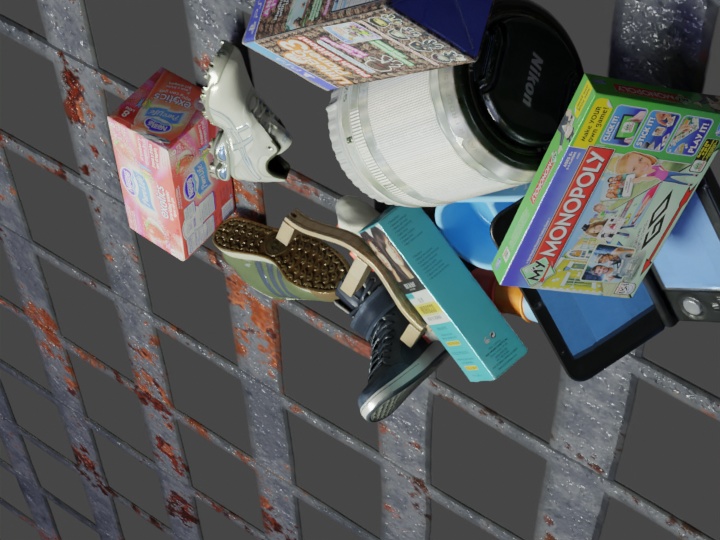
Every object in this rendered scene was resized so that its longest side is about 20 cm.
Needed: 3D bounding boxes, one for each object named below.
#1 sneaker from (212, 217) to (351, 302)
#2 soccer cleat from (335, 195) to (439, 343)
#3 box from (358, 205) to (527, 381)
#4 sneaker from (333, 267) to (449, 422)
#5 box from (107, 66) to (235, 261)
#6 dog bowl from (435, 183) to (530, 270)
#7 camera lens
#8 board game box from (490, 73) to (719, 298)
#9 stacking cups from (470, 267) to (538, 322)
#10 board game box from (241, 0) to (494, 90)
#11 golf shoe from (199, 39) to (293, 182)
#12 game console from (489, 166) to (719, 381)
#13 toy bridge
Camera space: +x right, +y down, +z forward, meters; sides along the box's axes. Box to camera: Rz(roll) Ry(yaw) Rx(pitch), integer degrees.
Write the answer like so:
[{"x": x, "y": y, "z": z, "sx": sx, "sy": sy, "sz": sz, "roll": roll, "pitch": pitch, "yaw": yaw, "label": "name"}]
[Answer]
[{"x": -0.083, "y": 0.001, "z": 1.733, "sx": 0.199, "sy": 0.067, "sz": 0.090, "roll": 22, "pitch": 155, "yaw": 29, "label": "sneaker"}, {"x": 0.054, "y": -0.012, "z": 1.557, "sx": 0.077, "sy": 0.069, "sz": 0.200, "roll": -40, "pitch": 91, "yaw": 31, "label": "soccer cleat"}, {"x": 0.084, "y": 0.021, "z": 1.478, "sx": 0.200, "sy": 0.049, "sz": 0.082, "roll": 53, "pitch": 165, "yaw": -4, "label": "box"}, {"x": 0.015, "y": 0.074, "z": 1.580, "sx": 0.146, "sy": 0.202, "sz": 0.077, "roll": 43, "pitch": 124, "yaw": 6, "label": "sneaker"}, {"x": -0.219, "y": -0.122, "z": 1.688, "sx": 0.094, "sy": 0.103, "sz": 0.201, "roll": 29, "pitch": 149, "yaw": 21, "label": "box"}, {"x": 0.153, "y": -0.049, "z": 1.396, "sx": 0.199, "sy": 0.050, "sz": 0.112, "roll": 2, "pitch": 131, "yaw": 48, "label": "dog bowl"}, {"x": 0.084, "y": -0.142, "z": 1.245, "sx": 0.160, "sy": 0.160, "sz": 0.200, "roll": 52, "pitch": 149, "yaw": -17, "label": "camera lens"}, {"x": 0.206, "y": -0.064, "z": 1.187, "sx": 0.029, "sy": 0.134, "sz": 0.201, "roll": -109, "pitch": 32, "yaw": -45, "label": "board game box"}, {"x": 0.196, "y": 0.030, "z": 1.453, "sx": 0.199, "sy": 0.060, "sz": 0.061, "roll": 17, "pitch": 142, "yaw": 45, "label": "stacking cups"}, {"x": 0.016, "y": -0.247, "z": 1.161, "sx": 0.097, "sy": 0.160, "sz": 0.199, "roll": 25, "pitch": 165, "yaw": -34, "label": "board game box"}, {"x": -0.117, "y": -0.169, "z": 1.559, "sx": 0.097, "sy": 0.079, "sz": 0.200, "roll": 15, "pitch": 149, "yaw": 11, "label": "golf shoe"}, {"x": 0.243, "y": -0.001, "z": 1.283, "sx": 0.170, "sy": 0.118, "sz": 0.201, "roll": 1, "pitch": 132, "yaw": 49, "label": "game console"}, {"x": 0.000, "y": 0.000, "z": 1.534, "sx": 0.200, "sy": 0.027, "sz": 0.067, "roll": 39, "pitch": 140, "yaw": 9, "label": "toy bridge"}]
